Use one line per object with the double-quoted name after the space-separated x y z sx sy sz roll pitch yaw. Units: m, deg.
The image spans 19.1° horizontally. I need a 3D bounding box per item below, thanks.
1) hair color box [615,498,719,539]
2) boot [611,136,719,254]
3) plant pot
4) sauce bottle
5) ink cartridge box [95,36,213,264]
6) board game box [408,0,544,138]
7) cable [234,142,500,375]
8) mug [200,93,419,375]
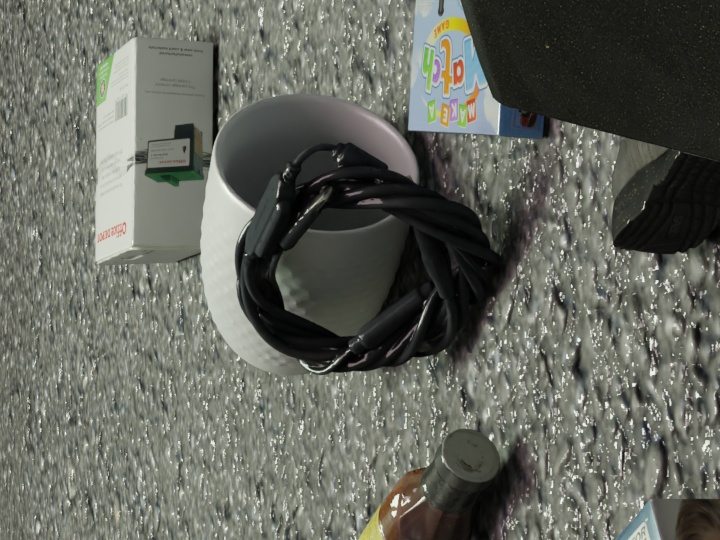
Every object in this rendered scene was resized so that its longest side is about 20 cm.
0.188 0.204 0.977 0.061 0.100 0.200 118 147 -48 "hair color box"
0.175 -0.103 1.093 0.200 0.070 0.132 138 136 -57 "boot"
0.150 -0.157 0.913 0.200 0.199 0.178 16 120 29 "plant pot"
0.038 0.174 1.422 0.200 0.066 0.066 117 148 -51 "sauce bottle"
-0.198 -0.110 2.041 0.146 0.084 0.200 166 105 -69 "ink cartridge box"
0.079 -0.188 1.387 0.151 0.037 0.200 -168 80 -68 "board game box"
0.000 0.000 1.415 0.200 0.163 0.051 116 167 -45 "cable"
-0.036 -0.031 1.562 0.200 0.147 0.176 -66 -8 -46 "mug"
